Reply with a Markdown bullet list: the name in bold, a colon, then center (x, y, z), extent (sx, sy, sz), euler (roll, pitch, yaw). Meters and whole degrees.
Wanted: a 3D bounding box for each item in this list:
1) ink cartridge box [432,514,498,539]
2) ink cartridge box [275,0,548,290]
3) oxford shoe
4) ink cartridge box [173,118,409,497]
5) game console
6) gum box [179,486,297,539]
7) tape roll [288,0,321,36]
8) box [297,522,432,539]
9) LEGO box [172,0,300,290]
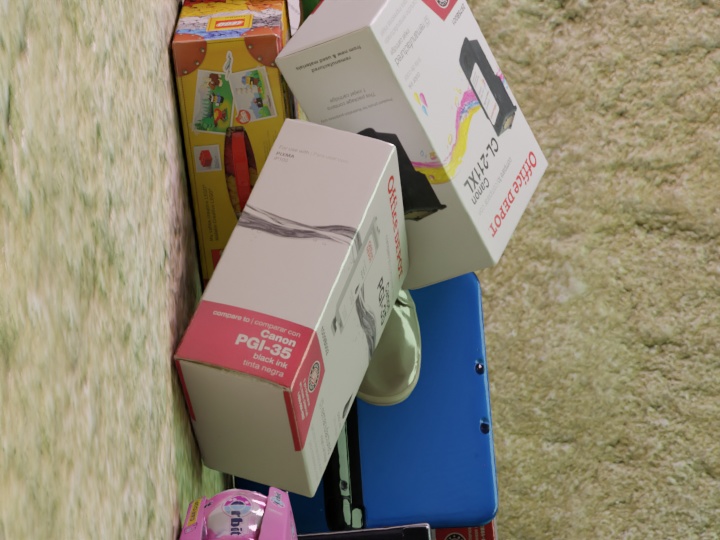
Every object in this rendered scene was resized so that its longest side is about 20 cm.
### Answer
- **ink cartridge box**: center (0.005, 0.176, 1.588), extent (0.083, 0.200, 0.147), euler (-64, 149, -81)
- **ink cartridge box**: center (0.042, -0.110, 1.429), extent (0.200, 0.083, 0.146), euler (60, 34, -22)
- **oxford shoe**: center (0.000, 0.000, 1.450), extent (0.058, 0.075, 0.200), euler (101, -19, -69)
- **ink cartridge box**: center (-0.040, 0.023, 1.316), extent (0.147, 0.083, 0.200), euler (81, 27, -55)
- **game console**: center (-0.002, 0.103, 1.519), extent (0.118, 0.171, 0.200), euler (9, 71, -43)
- **gum box**: center (-0.064, 0.235, 1.166), extent (0.114, 0.066, 0.200), euler (-89, 173, -72)
- **tape roll**: center (-0.066, -0.253, 1.543), extent (0.200, 0.048, 0.201), euler (51, -20, 26)
- **box**: center (-0.016, 0.256, 1.430), extent (0.200, 0.148, 0.107), euler (82, 3, -70)
- **LEGO box**: center (-0.083, -0.095, 1.471), extent (0.149, 0.077, 0.200), euler (-91, 175, -68)
